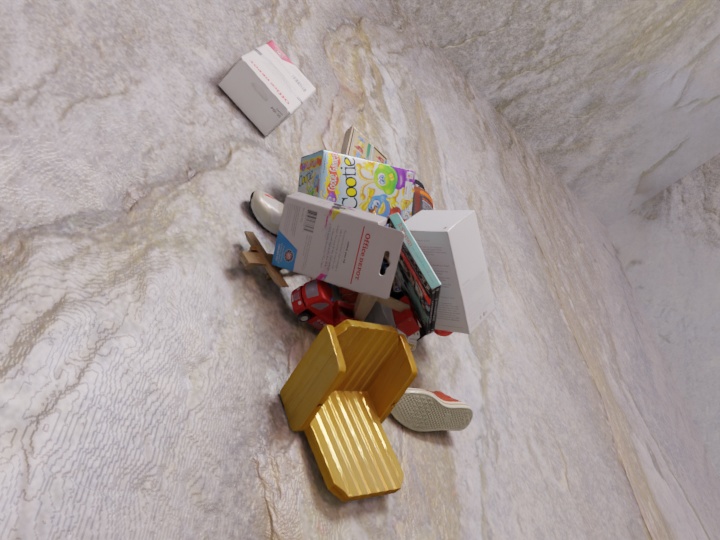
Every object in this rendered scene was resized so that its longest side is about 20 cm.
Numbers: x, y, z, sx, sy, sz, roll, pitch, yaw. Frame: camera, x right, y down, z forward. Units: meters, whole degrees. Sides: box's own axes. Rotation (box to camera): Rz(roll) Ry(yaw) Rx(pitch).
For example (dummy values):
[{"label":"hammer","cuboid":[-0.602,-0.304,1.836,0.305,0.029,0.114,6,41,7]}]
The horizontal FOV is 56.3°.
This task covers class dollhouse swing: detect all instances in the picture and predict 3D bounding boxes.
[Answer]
[{"label":"dollhouse swing","cuboid":[0.016,0.203,0.989,0.199,0.183,0.176,15,26,-50]}]

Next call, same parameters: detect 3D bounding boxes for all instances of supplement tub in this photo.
[{"label":"supplement tub","cuboid":[0.103,-0.104,1.412,0.107,0.107,0.202,36,39,-29]}]

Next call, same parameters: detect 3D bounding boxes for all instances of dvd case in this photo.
[{"label":"dvd case","cuboid":[0.088,0.011,1.131,0.147,0.022,0.201,61,-11,25]}]

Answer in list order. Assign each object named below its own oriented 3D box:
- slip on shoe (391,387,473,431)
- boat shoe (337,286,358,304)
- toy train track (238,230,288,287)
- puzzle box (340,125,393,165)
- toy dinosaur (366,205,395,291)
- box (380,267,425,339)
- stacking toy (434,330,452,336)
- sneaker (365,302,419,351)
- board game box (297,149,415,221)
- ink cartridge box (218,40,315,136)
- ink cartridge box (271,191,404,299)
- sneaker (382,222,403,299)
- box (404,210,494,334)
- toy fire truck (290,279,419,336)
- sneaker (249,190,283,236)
[{"label":"slip on shoe","cuboid":[0.120,0.246,1.209,0.199,0.075,0.061,18,8,-40]},{"label":"boat shoe","cuboid":[0.000,0.000,1.286,0.063,0.071,0.200,55,23,-17]},{"label":"toy train track","cuboid":[-0.142,-0.008,1.123,0.115,0.032,0.199,55,21,18]},{"label":"puzzle box","cuboid":[0.011,-0.213,1.427,0.133,0.025,0.201,39,34,-24]},{"label":"toy dinosaur","cuboid":[0.025,-0.053,1.197,0.107,0.060,0.200,65,-11,-26]},{"label":"box","cuboid":[0.099,0.038,1.423,0.161,0.043,0.200,49,28,-8]},{"label":"stacking toy","cuboid":[0.163,0.044,1.389,0.085,0.085,0.202,30,39,-36]},{"label":"sneaker","cuboid":[0.068,0.131,1.239,0.115,0.074,0.201,32,33,-29]},{"label":"board game box","cuboid":[-0.009,-0.152,1.275,0.198,0.105,0.104,8,87,-28]},{"label":"ink cartridge box","cuboid":[-0.192,-0.386,1.412,0.147,0.083,0.200,47,28,-13]},{"label":"ink cartridge box","cuboid":[-0.030,-0.040,1.070,0.198,0.117,0.068,17,15,11]},{"label":"sneaker","cuboid":[0.079,-0.002,1.289,0.201,0.078,0.089,56,32,-21]},{"label":"box","cuboid":[0.154,0.000,1.233,0.097,0.123,0.202,-34,118,-40]},{"label":"toy fire truck","cuboid":[-0.006,0.065,1.120,0.200,0.140,0.049,41,27,-42]},{"label":"sneaker","cuboid":[-0.103,-0.089,1.202,0.199,0.093,0.071,42,30,-22]}]
